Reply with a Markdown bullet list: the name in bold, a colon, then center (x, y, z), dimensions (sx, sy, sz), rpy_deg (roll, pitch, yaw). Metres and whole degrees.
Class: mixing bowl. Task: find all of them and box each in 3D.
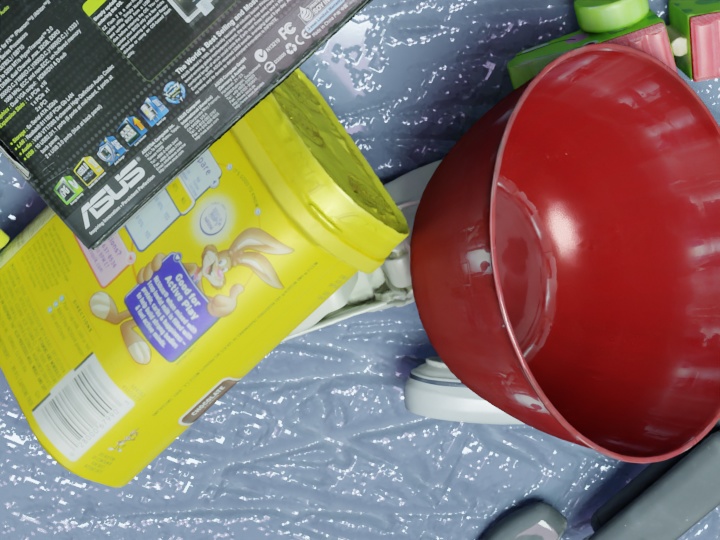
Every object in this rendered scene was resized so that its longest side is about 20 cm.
- **mixing bowl**: center (0.096, -0.003, 0.866), dimensions (0.199, 0.108, 0.202), rpy_deg (8, 78, -42)

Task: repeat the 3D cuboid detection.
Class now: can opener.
- **can opener**: center (0.136, 0.140, 0.985), dimensions (0.067, 0.053, 0.200), rpy_deg (39, 120, -6)

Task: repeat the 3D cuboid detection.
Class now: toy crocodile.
- **toy crocodile**: center (0.175, -0.120, 0.904), dimensions (0.198, 0.062, 0.068), rpy_deg (-15, 113, 0)

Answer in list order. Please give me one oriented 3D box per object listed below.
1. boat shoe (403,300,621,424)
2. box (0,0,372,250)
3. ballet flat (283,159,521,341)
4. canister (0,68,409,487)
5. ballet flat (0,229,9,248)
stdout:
- **boat shoe**: center (0.119, 0.043, 0.967), dimensions (0.198, 0.074, 0.067), rpy_deg (-3, 97, -16)
- **box**: center (-0.114, -0.144, 0.786), dimensions (0.200, 0.048, 0.193), rpy_deg (-41, 95, 15)
- **ballet flat**: center (0.000, 0.000, 0.930), dimensions (0.198, 0.070, 0.070), rpy_deg (-22, 113, 2)
- **canister**: center (-0.092, -0.007, 0.874), dimensions (0.200, 0.149, 0.086), rpy_deg (-42, 146, 13)
- **ballet flat**: center (-0.224, -0.092, 0.866), dimensions (0.067, 0.067, 0.202), rpy_deg (-19, 103, -18)
